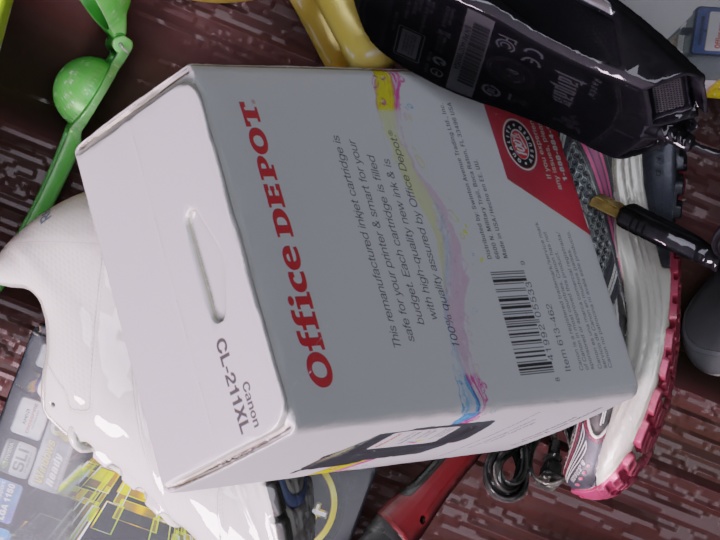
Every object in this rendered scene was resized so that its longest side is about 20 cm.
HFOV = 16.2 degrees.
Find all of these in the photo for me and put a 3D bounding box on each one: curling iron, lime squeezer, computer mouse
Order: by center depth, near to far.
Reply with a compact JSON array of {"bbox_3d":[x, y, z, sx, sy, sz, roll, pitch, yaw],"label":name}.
[{"bbox_3d":[0.094,-0.069,0.995,0.199,0.141,0.046,22,67,9],"label":"computer mouse"},{"bbox_3d":[0.024,0.115,1.062,0.050,0.026,0.200,48,57,3],"label":"curling iron"},{"bbox_3d":[-0.129,-0.093,1.073,0.070,0.038,0.201,-8,100,-32],"label":"lime squeezer"}]

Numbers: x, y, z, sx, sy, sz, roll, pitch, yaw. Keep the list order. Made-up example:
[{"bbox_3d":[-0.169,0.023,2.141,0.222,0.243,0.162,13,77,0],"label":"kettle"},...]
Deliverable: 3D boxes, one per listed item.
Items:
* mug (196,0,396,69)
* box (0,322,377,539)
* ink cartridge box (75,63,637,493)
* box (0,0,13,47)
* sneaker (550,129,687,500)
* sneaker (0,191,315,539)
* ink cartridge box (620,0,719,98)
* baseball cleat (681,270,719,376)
[{"bbox_3d":[-0.037,-0.181,1.031,0.186,0.153,0.150,30,87,-6],"label":"mug"},{"bbox_3d":[-0.098,0.142,1.082,0.161,0.049,0.201,21,87,-3],"label":"box"},{"bbox_3d":[0.000,0.000,1.003,0.199,0.083,0.146,-2,71,-45],"label":"ink cartridge box"},{"bbox_3d":[-0.201,-0.085,0.962,0.121,0.048,0.201,16,92,-6],"label":"box"},{"bbox_3d":[0.102,-0.002,1.091,0.074,0.081,0.201,2,83,9],"label":"sneaker"},{"bbox_3d":[-0.080,0.057,1.038,0.087,0.075,0.201,-26,87,9],"label":"sneaker"},{"bbox_3d":[0.168,-0.150,1.056,0.199,0.088,0.146,3,55,-7],"label":"ink cartridge box"},{"bbox_3d":[0.199,-0.030,1.058,0.200,0.070,0.106,-35,130,26],"label":"baseball cleat"}]
